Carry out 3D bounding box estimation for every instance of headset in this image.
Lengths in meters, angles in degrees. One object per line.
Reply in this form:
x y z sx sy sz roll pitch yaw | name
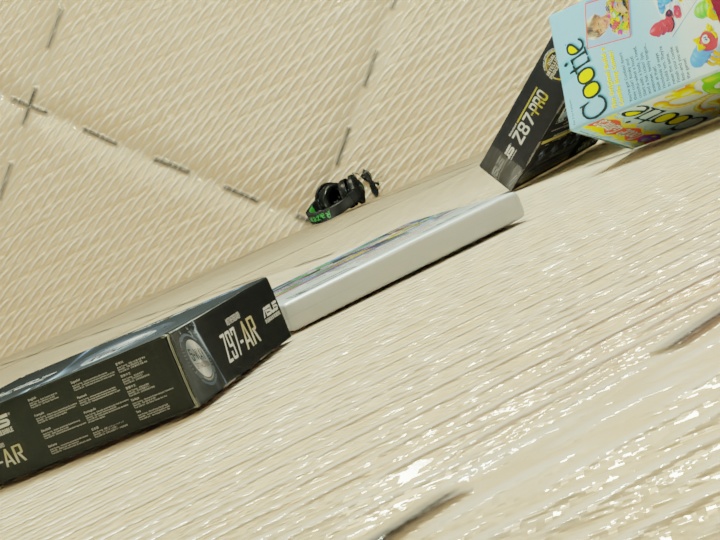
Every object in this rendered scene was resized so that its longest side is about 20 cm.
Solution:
-0.031 -0.150 2.741 0.123 0.094 0.200 -14 25 43 | headset

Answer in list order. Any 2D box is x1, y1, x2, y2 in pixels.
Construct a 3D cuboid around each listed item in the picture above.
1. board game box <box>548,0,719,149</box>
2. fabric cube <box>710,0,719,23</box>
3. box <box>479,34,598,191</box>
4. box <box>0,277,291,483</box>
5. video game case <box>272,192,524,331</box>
0.266 -0.182 1.029 0.199 0.106 0.103 -19 -17 39 | board game box
0.204 -0.139 0.401 0.195 0.201 0.200 -24 4 10 | fabric cube
0.215 -0.175 1.284 0.200 0.049 0.162 -29 -28 -49 | box
-0.157 0.072 0.779 0.199 0.044 0.160 -22 4 19 | box
0.000 0.000 0.971 0.199 0.023 0.182 -27 5 -22 | video game case
